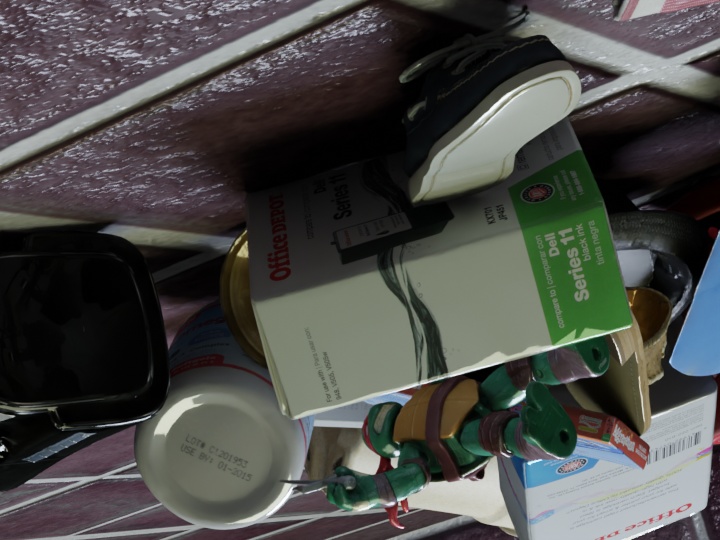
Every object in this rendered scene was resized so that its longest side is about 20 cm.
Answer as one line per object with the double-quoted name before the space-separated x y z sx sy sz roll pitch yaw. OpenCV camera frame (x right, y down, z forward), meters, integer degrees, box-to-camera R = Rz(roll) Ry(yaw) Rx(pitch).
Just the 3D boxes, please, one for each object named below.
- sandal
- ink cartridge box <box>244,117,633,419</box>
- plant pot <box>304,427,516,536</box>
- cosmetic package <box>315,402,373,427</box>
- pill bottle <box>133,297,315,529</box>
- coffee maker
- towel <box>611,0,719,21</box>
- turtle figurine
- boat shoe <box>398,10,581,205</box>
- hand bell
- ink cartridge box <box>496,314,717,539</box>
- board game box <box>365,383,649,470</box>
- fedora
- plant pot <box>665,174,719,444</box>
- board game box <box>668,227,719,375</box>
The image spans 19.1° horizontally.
"sandal" 0.168 0.038 1.327 0.070 0.078 0.212 -46 157 -11
"ink cartridge box" 0.038 -0.006 1.206 0.200 0.083 0.147 -16 -154 3
"plant pot" 0.054 0.120 1.757 0.183 0.201 0.200 2 162 -22
"cosmetic package" -0.018 0.078 1.559 0.200 0.074 0.102 2 173 31
"pill bottle" -0.082 0.082 1.415 0.109 0.109 0.200 -17 -163 9
"coffee maker" -0.200 0.053 1.292 0.192 0.135 0.200 -31 -178 -39
"towel" 0.224 -0.165 1.011 0.200 0.023 0.144 -13 170 -3
"turtle figurine" 0.048 0.080 1.263 0.200 0.150 0.101 -14 145 41
"boat shoe" 0.059 -0.085 1.076 0.075 0.062 0.200 -15 171 -9
"hand bell" 0.000 0.000 1.403 0.104 0.104 0.200 -21 180 27
"ink cartridge box" 0.173 0.123 1.533 0.144 0.085 0.200 -20 148 -5
"board game box" 0.079 0.089 1.373 0.200 0.019 0.103 12 171 22
"fedora" 0.122 -0.004 1.392 0.200 0.092 0.201 -16 145 -12
"plant pot" 0.323 0.016 1.564 0.200 0.183 0.200 -14 167 -3
"board game box" 0.261 -0.018 1.383 0.158 0.039 0.200 -21 142 -30
